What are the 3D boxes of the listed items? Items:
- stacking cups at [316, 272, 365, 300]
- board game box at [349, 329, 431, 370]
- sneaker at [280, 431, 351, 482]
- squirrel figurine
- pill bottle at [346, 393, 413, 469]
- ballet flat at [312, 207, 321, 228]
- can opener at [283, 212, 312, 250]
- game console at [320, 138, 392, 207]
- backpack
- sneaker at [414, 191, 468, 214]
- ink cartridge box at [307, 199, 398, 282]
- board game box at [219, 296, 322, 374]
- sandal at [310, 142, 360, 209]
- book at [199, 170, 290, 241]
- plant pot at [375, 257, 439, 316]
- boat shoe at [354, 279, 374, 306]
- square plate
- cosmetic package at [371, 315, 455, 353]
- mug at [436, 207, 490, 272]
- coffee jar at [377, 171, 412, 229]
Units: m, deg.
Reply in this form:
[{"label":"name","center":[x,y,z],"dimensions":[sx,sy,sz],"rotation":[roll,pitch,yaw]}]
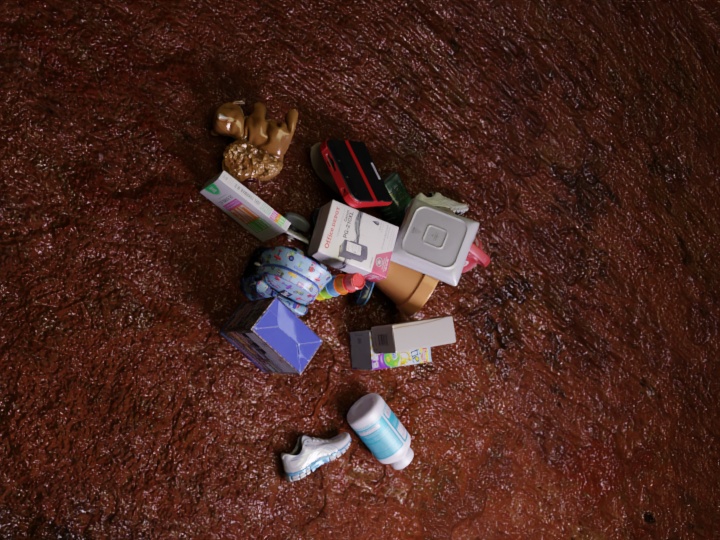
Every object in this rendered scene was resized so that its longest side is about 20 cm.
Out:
[{"label":"stacking cups","center":[-0.054,0.040,1.538],"dimensions":[0.060,0.199,0.061],"rotation":[4,83,-34]},{"label":"board game box","center":[0.083,0.209,1.663],"dimensions":[0.198,0.105,0.104],"rotation":[-3,85,-32]},{"label":"sneaker","center":[-0.112,0.446,1.530],"dimensions":[0.199,0.075,0.087],"rotation":[-23,91,-33]},{"label":"squirrel figurine","center":[-0.274,-0.318,1.482],"dimensions":[0.185,0.141,0.202],"rotation":[17,72,-23]},{"label":"pill bottle","center":[0.059,0.433,1.617],"dimensions":[0.111,0.110,0.201],"rotation":[-44,107,-29]},{"label":"ballet flat","center":[-0.040,-0.116,1.646],"dimensions":[0.198,0.073,0.074],"rotation":[10,79,-25]},{"label":"can opener","center":[-0.121,-0.080,1.590],"dimensions":[0.199,0.053,0.067],"rotation":[31,103,-29]},{"label":"game console","center":[-0.011,-0.257,1.607],"dimensions":[0.176,0.031,0.201],"rotation":[-9,70,-51]},{"label":"backpack","center":[-0.173,0.023,1.464],"dimensions":[0.182,0.199,0.135],"rotation":[33,68,-26]},{"label":"sneaker","center":[0.245,-0.199,1.841],"dimensions":[0.198,0.075,0.082],"rotation":[-4,77,-33]},{"label":"ink cartridge box","center":[-0.019,-0.074,1.567],"dimensions":[0.198,0.084,0.146],"rotation":[21,74,-20]},{"label":"board game box","center":[-0.212,0.155,1.422],"dimensions":[0.160,0.199,0.097],"rotation":[46,62,-20]},{"label":"sandal","center":[-0.058,-0.263,1.664],"dimensions":[0.212,0.077,0.070],"rotation":[52,28,-15]},{"label":"book","center":[-0.275,-0.155,1.459],"dimensions":[0.200,0.133,0.048],"rotation":[38,66,-23]},{"label":"plant pot","center":[0.123,0.006,1.676],"dimensions":[0.139,0.200,0.201],"rotation":[30,68,-7]},{"label":"boat shoe","center":[0.000,0.000,1.662],"dimensions":[0.068,0.084,0.202],"rotation":[21,57,-21]},{"label":"square plate","center":[0.195,-0.083,1.608],"dimensions":[0.196,0.028,0.201],"rotation":[22,68,7]},{"label":"cosmetic package","center":[0.138,0.167,1.581],"dimensions":[0.198,0.103,0.074],"rotation":[-6,86,-34]},{"label":"mug","center":[0.277,-0.091,1.739],"dimensions":[0.200,0.176,0.135],"rotation":[39,56,-54]},{"label":"coffee jar","center":[0.110,-0.173,1.738],"dimensions":[0.104,0.085,0.201],"rotation":[-44,107,-36]}]
